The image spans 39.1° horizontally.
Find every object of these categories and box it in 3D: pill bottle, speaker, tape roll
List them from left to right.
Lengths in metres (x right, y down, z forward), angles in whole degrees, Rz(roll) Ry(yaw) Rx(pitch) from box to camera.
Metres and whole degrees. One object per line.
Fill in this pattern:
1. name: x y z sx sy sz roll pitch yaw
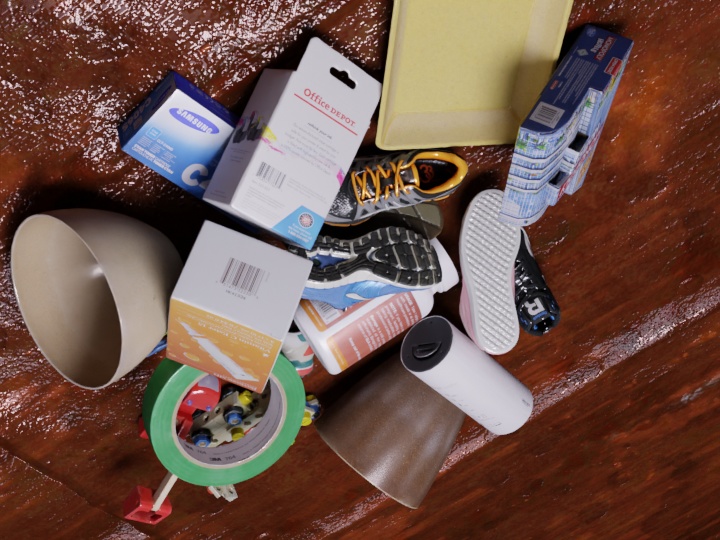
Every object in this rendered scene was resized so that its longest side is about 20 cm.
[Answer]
1. tape roll: -0.170 0.173 1.272 0.200 0.048 0.201 -11 116 -23
2. pill bottle: 0.018 0.033 1.273 0.200 0.112 0.112 -32 134 -8
3. speaker: 0.139 0.138 1.308 0.081 0.081 0.200 -38 130 16

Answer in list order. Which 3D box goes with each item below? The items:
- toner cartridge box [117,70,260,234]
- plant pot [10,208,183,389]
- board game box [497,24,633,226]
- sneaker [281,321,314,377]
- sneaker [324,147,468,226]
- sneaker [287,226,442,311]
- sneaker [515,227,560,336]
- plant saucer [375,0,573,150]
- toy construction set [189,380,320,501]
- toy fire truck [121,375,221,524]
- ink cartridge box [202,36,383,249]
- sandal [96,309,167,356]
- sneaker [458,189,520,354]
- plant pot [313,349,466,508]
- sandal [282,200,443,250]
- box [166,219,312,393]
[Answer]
1. toner cartridge box: -0.160 -0.126 1.130 0.095 0.043 0.200 -43 130 18
2. plant pot: -0.278 0.014 1.141 0.134 0.200 0.200 -27 146 -44
3. board game box: 0.231 -0.143 1.173 0.062 0.200 0.200 25 145 16
4. sneaker: -0.148 0.083 1.317 0.200 0.070 0.093 6 111 -21
5. sneaker: 0.032 -0.104 1.170 0.200 0.077 0.078 -17 93 -15
6. sneaker: 0.000 0.000 1.187 0.200 0.079 0.089 1 156 -19
7. sneaker: 0.212 0.011 1.329 0.073 0.112 0.200 -32 133 10
8. plant saucer: 0.117 -0.233 1.123 0.200 0.048 0.200 -4 132 -14
9. toy construction set: -0.161 0.228 1.424 0.200 0.092 0.131 -45 130 8
10. toy fire truck: -0.249 0.226 1.349 0.049 0.141 0.200 23 120 -34
11. ink cartridge box: -0.070 -0.139 1.097 0.115 0.068 0.200 29 83 -37
12. sandal: -0.228 0.054 1.260 0.200 0.080 0.087 -20 169 -9
13. sneaker: 0.156 0.003 1.267 0.075 0.105 0.200 -2 88 -3
14. plant pot: 0.069 0.193 1.414 0.187 0.187 0.200 37 92 -39
15. sandal: 0.000 -0.058 1.229 0.200 0.055 0.082 -14 93 -9
16. box: -0.138 0.046 1.121 0.124 0.098 0.200 21 155 -2
